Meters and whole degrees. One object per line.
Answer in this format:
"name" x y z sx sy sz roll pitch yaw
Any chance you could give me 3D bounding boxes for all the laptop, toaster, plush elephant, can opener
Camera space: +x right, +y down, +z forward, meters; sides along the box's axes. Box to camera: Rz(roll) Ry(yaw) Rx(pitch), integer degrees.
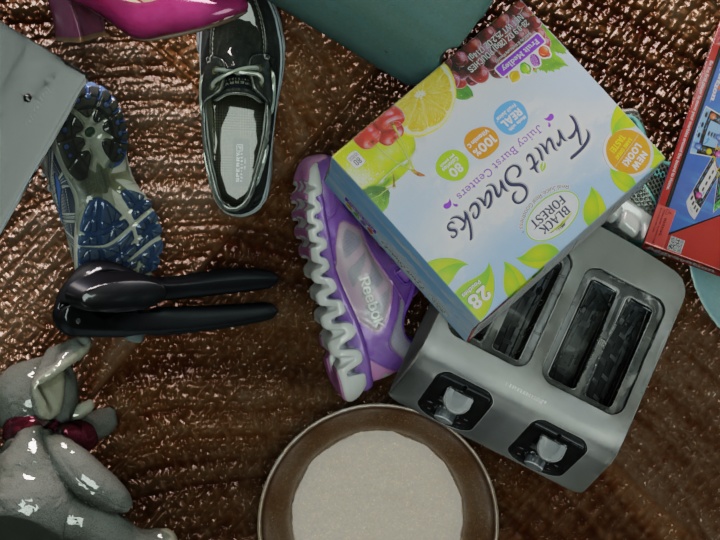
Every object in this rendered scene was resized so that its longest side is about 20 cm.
"laptop" -0.338 -0.124 1.600 0.115 0.200 0.188 28 95 -36
"toaster" 0.146 0.049 1.613 0.180 0.119 0.201 27 73 -1
"plush elephant" -0.250 0.142 1.628 0.200 0.164 0.156 36 53 -36
"can opener" -0.151 0.027 1.625 0.199 0.078 0.064 2 108 -36

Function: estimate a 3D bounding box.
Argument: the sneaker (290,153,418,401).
"sneaker" 0.000 0.000 1.651 0.088 0.080 0.202 -15 101 -7

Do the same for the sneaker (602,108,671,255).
"sneaker" 0.186 -0.101 1.652 0.199 0.078 0.092 37 84 -12

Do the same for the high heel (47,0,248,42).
"high heel" -0.174 -0.229 1.581 0.199 0.067 0.097 1 106 32

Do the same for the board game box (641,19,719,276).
"board game box" 0.304 -0.094 1.630 0.102 0.019 0.201 20 77 3

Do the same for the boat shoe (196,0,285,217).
"boat shoe" -0.093 -0.142 1.630 0.071 0.071 0.202 -4 96 -1

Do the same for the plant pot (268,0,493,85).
"plant pot" 0.005 -0.257 1.570 0.195 0.200 0.201 35 94 -13

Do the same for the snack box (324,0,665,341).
"snack box" 0.101 -0.076 1.544 0.200 0.068 0.169 -39 83 -15

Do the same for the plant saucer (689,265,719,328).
"plant saucer" 0.363 -0.024 1.675 0.199 0.039 0.203 0 96 -3

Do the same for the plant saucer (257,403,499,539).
"plant saucer" 0.014 0.207 1.689 0.198 0.037 0.202 0 96 -3

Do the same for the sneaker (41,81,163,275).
"sneaker" -0.214 -0.065 1.639 0.077 0.085 0.202 -18 119 -24
